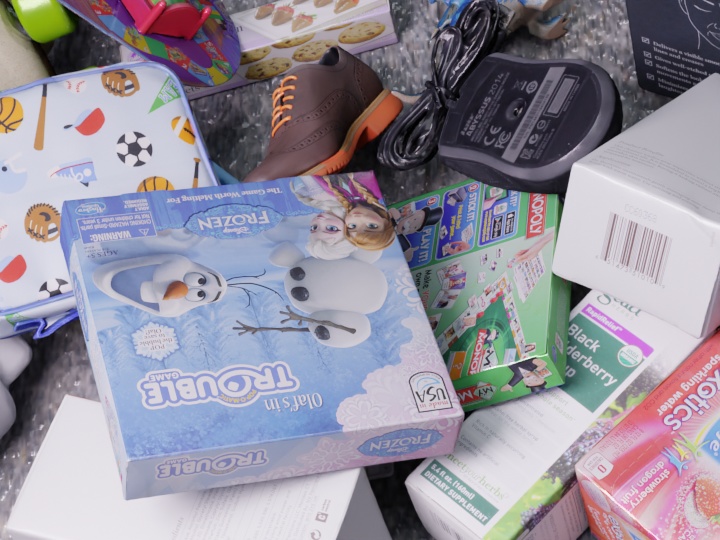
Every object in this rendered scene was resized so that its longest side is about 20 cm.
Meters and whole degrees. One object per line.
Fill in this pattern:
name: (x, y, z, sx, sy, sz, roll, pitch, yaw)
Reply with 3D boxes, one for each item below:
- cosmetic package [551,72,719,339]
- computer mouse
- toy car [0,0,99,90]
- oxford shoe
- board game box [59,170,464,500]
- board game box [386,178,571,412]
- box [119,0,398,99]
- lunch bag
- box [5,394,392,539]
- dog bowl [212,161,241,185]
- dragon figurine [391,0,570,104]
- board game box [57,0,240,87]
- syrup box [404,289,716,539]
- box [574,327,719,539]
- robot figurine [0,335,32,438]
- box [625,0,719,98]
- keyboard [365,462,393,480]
cosmetic package: (0.218, -0.046, 1.377, 0.113, 0.081, 0.200, 26, 33, 27)
computer mouse: (0.107, -0.099, 1.433, 0.139, 0.053, 0.200, -57, 36, -5)
toy car: (-0.257, -0.150, 1.579, 0.164, 0.158, 0.200, -20, 18, 9)
oxford shoe: (-0.042, -0.091, 1.474, 0.071, 0.073, 0.200, -34, 7, 31)
board game box: (-0.062, 0.032, 1.313, 0.199, 0.043, 0.199, -7, 51, -17)
board game box: (0.069, 0.012, 1.403, 0.134, 0.029, 0.200, -17, 36, 22)
box: (-0.073, -0.164, 1.598, 0.199, 0.041, 0.039, -15, 56, 2)
lunch bag: (-0.190, -0.041, 1.420, 0.200, 0.076, 0.161, -17, 80, -17)
box: (-0.093, 0.164, 1.343, 0.199, 0.125, 0.098, 11, 61, 19)
dog bowl: (-0.122, -0.027, 1.513, 0.111, 0.050, 0.200, -44, 58, -14)
dragon figurine: (0.079, -0.187, 1.566, 0.200, 0.059, 0.099, -40, 58, -14)
board game box: (-0.152, -0.210, 1.509, 0.039, 0.200, 0.158, -47, 20, 27)
syrup box: (0.128, 0.098, 1.360, 0.200, 0.082, 0.079, -44, 59, -14)
box: (0.236, 0.103, 1.323, 0.200, 0.095, 0.103, -42, 59, -14)
robot figurine: (-0.304, 0.103, 1.435, 0.200, 0.113, 0.170, -50, 17, -22)
box: (0.259, -0.196, 1.445, 0.148, 0.200, 0.107, 21, 65, 23)
keyboard: (-0.009, 0.052, 1.464, 0.056, 0.011, 0.200, -8, 56, 8)
